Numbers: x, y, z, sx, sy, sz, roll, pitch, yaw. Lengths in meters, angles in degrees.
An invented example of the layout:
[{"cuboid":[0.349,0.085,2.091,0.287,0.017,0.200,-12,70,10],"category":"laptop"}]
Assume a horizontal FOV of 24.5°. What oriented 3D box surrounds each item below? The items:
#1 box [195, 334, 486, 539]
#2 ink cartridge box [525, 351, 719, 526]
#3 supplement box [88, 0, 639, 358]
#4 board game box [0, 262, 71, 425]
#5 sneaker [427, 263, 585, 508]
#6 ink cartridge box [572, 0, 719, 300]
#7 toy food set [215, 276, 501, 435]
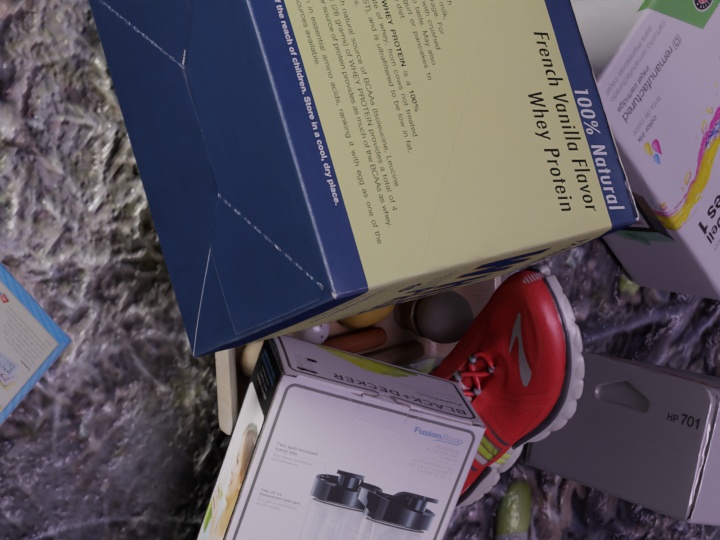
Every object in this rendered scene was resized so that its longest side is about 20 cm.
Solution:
[{"cuboid":[-0.024,0.145,0.880,0.115,0.060,0.202,15,106,-16],"category":"box"},{"cuboid":[0.230,0.113,1.091,0.199,0.146,0.087,10,93,-40],"category":"ink cartridge box"},{"cuboid":[0.001,-0.084,0.832,0.198,0.134,0.202,-14,85,-37],"category":"supplement box"},{"cuboid":[-0.239,0.014,0.751,0.135,0.034,0.201,-51,126,-21],"category":"board game box"},{"cuboid":[0.058,0.079,0.935,0.084,0.077,0.201,-7,141,-34],"category":"sneaker"},{"cuboid":[0.198,-0.100,1.066,0.145,0.084,0.200,-54,127,-19],"category":"ink cartridge box"},{"cuboid":[0.000,0.000,0.933,0.199,0.060,0.145,-13,106,-38],"category":"toy food set"}]
